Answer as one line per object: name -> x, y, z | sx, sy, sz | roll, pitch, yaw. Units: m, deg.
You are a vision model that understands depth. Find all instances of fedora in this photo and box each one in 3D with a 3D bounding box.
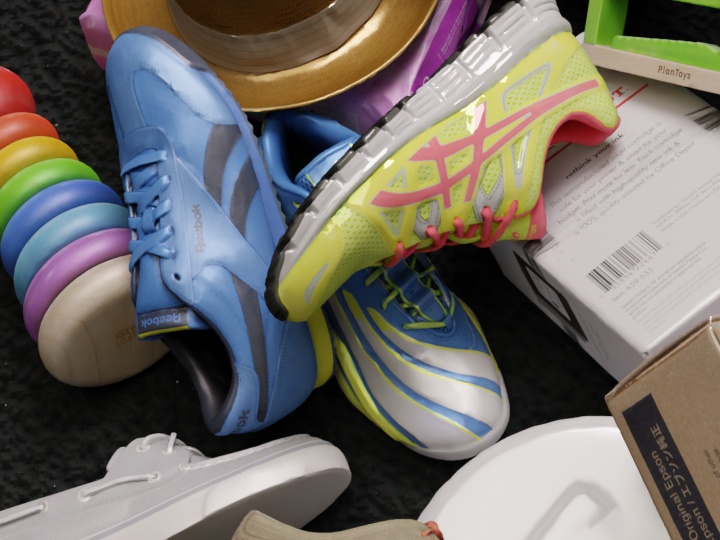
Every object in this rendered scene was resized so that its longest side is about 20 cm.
fedora -> -0.048, -0.177, 0.949 | 0.199, 0.082, 0.202 | -4, 61, 8

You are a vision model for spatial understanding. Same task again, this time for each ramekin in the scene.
ramekin -> 0.106, 0.162, 0.835 | 0.199, 0.098, 0.202 | -5, 65, 10

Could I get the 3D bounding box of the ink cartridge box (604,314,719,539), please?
ink cartridge box -> 0.218, 0.091, 0.782 | 0.199, 0.075, 0.165 | -10, 68, -39

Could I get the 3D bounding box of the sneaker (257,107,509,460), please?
sneaker -> 0.000, 0.000, 0.928 | 0.076, 0.105, 0.200 | -34, 63, -8

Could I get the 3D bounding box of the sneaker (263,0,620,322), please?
sneaker -> 0.041, -0.038, 0.866 | 0.200, 0.078, 0.090 | -43, 92, -13

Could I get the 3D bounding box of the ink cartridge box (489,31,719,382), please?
ink cartridge box -> 0.132, -0.024, 0.912 | 0.116, 0.067, 0.200 | -37, 40, -6

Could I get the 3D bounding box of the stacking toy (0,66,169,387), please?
stacking toy -> -0.167, -0.037, 1.001 | 0.085, 0.085, 0.200 | -34, 59, -4

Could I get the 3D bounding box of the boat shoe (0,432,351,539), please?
boat shoe -> -0.104, 0.115, 0.926 | 0.199, 0.072, 0.069 | -26, 63, 10

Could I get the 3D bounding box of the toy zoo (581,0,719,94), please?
toy zoo -> 0.167, -0.183, 0.871 | 0.131, 0.020, 0.201 | 21, 106, 50

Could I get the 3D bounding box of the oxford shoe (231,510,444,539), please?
oxford shoe -> 0.032, 0.134, 0.772 | 0.199, 0.071, 0.075 | 7, 61, 14

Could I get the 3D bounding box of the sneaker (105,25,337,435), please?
sneaker -> -0.082, -0.018, 0.909 | 0.078, 0.066, 0.201 | -26, 94, -38

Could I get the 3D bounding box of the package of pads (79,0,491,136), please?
package of pads -> -0.037, -0.141, 1.019 | 0.199, 0.076, 0.121 | 19, 71, 19

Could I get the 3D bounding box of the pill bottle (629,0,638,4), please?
pill bottle -> 0.086, -0.235, 1.015 | 0.200, 0.112, 0.112 | 38, 78, 24
